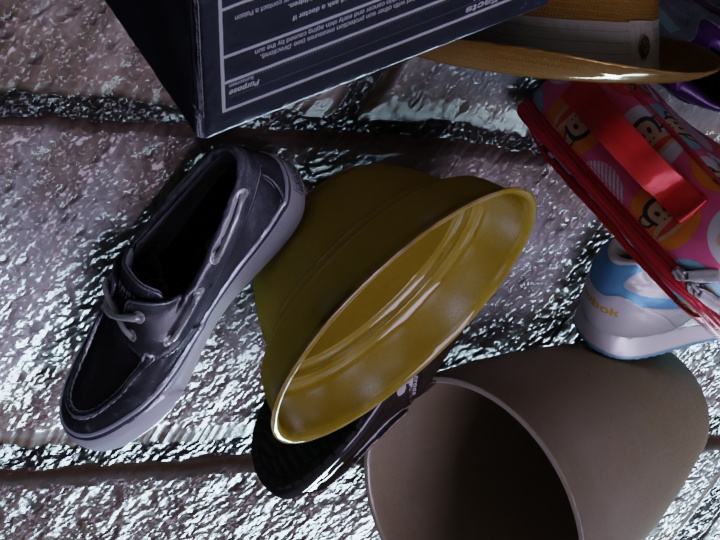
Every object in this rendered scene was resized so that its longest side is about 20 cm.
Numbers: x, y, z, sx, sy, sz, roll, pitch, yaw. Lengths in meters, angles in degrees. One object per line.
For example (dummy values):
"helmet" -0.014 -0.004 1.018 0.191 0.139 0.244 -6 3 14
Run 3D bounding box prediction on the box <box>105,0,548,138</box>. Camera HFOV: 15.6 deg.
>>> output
"box" -0.018 -0.197 1.225 0.199 0.123 0.199 -22 143 -19

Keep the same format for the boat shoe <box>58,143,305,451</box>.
"boat shoe" -0.112 0.014 1.447 0.200 0.072 0.068 -50 147 14

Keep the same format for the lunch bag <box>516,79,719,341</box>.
"lunch bag" 0.183 -0.043 1.536 0.082 0.200 0.176 -44 144 8

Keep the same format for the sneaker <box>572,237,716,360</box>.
"sneaker" 0.237 -0.003 1.752 0.199 0.077 0.081 -18 139 -31

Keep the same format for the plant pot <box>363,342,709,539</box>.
"plant pot" 0.136 0.124 1.746 0.200 0.187 0.188 -26 148 -42

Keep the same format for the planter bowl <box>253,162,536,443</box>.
"planter bowl" 0.000 0.000 1.496 0.200 0.083 0.201 -39 161 -16

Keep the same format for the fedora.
"fedora" 0.101 -0.149 1.387 0.200 0.200 0.082 -3 104 -41

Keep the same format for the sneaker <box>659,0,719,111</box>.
"sneaker" 0.219 -0.116 1.581 0.200 0.088 0.074 12 124 -49

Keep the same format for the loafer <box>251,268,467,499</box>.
"loafer" 0.013 0.068 1.629 0.200 0.073 0.071 -47 144 15
